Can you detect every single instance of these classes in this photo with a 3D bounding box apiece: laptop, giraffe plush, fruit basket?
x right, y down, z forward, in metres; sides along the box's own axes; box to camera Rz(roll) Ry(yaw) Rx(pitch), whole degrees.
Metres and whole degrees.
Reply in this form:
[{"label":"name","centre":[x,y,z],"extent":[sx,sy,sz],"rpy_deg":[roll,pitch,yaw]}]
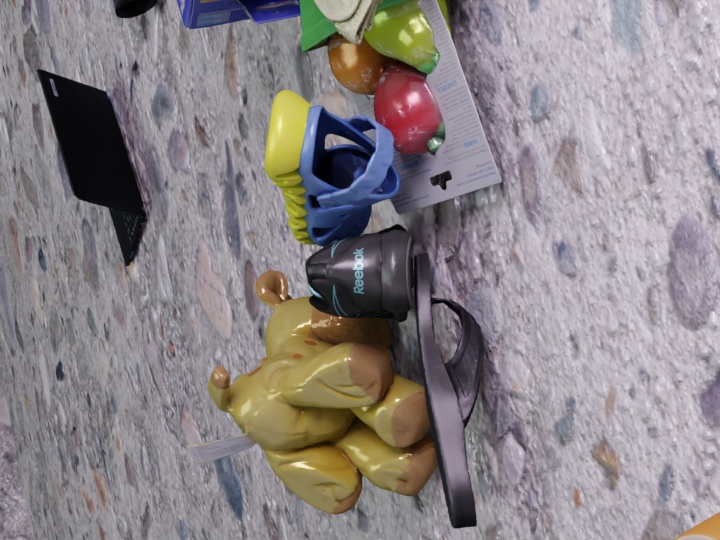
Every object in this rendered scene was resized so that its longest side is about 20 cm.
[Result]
[{"label":"laptop","centre":[-0.331,-0.120,2.021],"extent":[0.200,0.102,0.179],"rpy_deg":[121,134,-58]},{"label":"giraffe plush","centre":[-0.031,0.084,1.370],"extent":[0.163,0.198,0.174],"rpy_deg":[-75,-20,-50]},{"label":"fruit basket","centre":[0.033,-0.148,1.205],"extent":[0.202,0.093,0.185],"rpy_deg":[65,158,-4]}]

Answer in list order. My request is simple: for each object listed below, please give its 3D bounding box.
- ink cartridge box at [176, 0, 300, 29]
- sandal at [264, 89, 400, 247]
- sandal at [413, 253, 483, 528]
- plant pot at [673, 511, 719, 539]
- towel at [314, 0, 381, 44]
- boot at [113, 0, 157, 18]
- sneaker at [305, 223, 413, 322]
[{"label":"ink cartridge box","centre":[-0.091,-0.279,1.344],"extent":[0.076,0.135,0.202],"rpy_deg":[118,137,-67]},{"label":"sandal","centre":[-0.011,-0.064,1.217],"extent":[0.200,0.086,0.080],"rpy_deg":[57,-138,-74]},{"label":"sandal","centre":[0.071,0.085,1.221],"extent":[0.075,0.047,0.203],"rpy_deg":[86,174,-75]},{"label":"plant pot","centre":[0.230,0.154,0.714],"extent":[0.200,0.181,0.203],"rpy_deg":[169,90,-67]},{"label":"towel","centre":[-0.019,-0.264,1.119],"extent":[0.201,0.036,0.149],"rpy_deg":[60,138,40]},{"label":"boot","centre":[-0.269,-0.370,1.833],"extent":[0.202,0.065,0.165],"rpy_deg":[71,158,9]},{"label":"sneaker","centre":[0.000,0.000,1.267],"extent":[0.200,0.078,0.076],"rpy_deg":[81,-173,-85]}]
